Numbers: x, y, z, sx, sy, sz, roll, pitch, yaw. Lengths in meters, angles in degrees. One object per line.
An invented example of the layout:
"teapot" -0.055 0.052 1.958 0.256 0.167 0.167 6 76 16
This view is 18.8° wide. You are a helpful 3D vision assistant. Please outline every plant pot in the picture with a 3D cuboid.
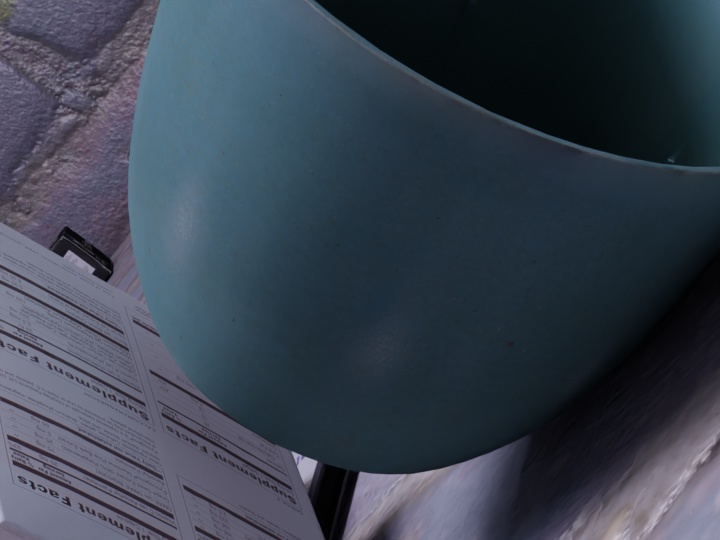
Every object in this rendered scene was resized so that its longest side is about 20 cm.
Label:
"plant pot" 0.017 -0.034 0.691 0.161 0.201 0.201 -62 2 33

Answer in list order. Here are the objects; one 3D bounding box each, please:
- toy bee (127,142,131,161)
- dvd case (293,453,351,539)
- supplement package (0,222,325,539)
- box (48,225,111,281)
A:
"toy bee" -0.088 -0.039 1.590 0.131 0.109 0.200 -30 37 20
"dvd case" -0.055 0.142 0.913 0.143 0.018 0.200 -50 9 22
"supplement package" -0.113 0.108 0.726 0.152 0.151 0.200 -50 30 15
"box" -0.435 0.047 3.010 0.200 0.086 0.164 -53 8 2
